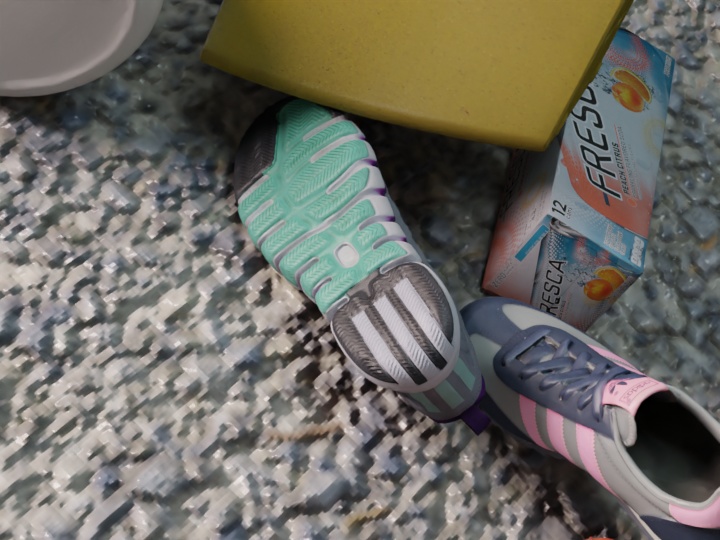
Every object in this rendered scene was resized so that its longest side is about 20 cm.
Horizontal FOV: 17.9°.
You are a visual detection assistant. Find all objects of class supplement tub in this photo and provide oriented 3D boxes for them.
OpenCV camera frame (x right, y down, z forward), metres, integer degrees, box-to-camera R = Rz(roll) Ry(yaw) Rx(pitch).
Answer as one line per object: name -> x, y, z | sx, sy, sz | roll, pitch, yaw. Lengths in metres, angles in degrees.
supplement tub -> -0.167, -0.197, 1.106 | 0.140, 0.140, 0.200 | 17, 43, -26

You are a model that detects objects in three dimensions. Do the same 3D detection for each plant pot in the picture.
plant pot -> 0.060, -0.174, 1.171 | 0.176, 0.200, 0.200 | 29, 25, 4

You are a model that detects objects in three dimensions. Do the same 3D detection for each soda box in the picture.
soda box -> 0.123, -0.056, 1.262 | 0.063, 0.068, 0.200 | 30, 40, -12

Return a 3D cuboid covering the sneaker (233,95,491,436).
sneaker -> 0.000, 0.000, 1.130 | 0.088, 0.074, 0.200 | 51, 9, -50

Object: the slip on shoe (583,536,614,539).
slip on shoe -> 0.064, 0.169, 1.005 | 0.200, 0.074, 0.061 | -22, 23, -39

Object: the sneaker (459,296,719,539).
sneaker -> 0.120, 0.063, 1.096 | 0.200, 0.082, 0.070 | 36, 66, 26
